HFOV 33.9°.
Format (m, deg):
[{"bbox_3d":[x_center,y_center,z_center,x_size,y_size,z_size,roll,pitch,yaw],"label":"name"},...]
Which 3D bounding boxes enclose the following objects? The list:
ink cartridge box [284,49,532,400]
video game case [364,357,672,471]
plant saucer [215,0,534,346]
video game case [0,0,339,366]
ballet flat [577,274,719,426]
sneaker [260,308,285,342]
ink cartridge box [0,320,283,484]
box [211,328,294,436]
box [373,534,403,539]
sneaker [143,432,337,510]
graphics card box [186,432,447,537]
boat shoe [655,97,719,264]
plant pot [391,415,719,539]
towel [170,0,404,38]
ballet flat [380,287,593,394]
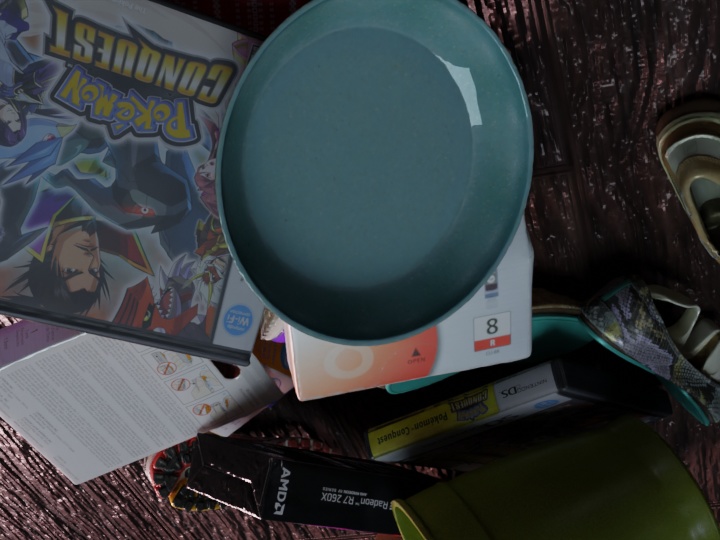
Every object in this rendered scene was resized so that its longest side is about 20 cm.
[{"bbox_3d":[0.027,-0.024,0.734,0.160,0.050,0.202,-10,123,-9],"label":"ink cartridge box"},{"bbox_3d":[0.131,0.124,0.953,0.179,0.026,0.199,-25,154,30],"label":"video game case"},{"bbox_3d":[0.006,-0.060,0.665,0.199,0.202,0.036,31,178,-30],"label":"plant saucer"},{"bbox_3d":[-0.125,-0.055,0.635,0.198,0.025,0.183,15,97,-29],"label":"video game case"},{"bbox_3d":[0.240,0.058,0.897,0.071,0.073,0.200,-24,140,30],"label":"ballet flat"},{"bbox_3d":[0.000,0.000,0.840,0.098,0.070,0.200,18,140,-21],"label":"sneaker"},{"bbox_3d":[-0.182,0.079,0.927,0.198,0.050,0.163,-24,136,6],"label":"ink cartridge box"},{"bbox_3d":[-0.140,0.073,0.965,0.199,0.042,0.119,29,135,-25],"label":"box"},{"bbox_3d":[0.122,0.215,1.053,0.197,0.022,0.163,-9,-176,16],"label":"box"},{"bbox_3d":[-0.103,0.178,1.078,0.198,0.079,0.082,14,179,-28],"label":"sneaker"},{"bbox_3d":[-0.027,0.177,0.962,0.198,0.052,0.125,17,173,-36],"label":"graphics card box"},{"bbox_3d":[0.254,-0.024,0.784,0.071,0.077,0.199,-27,133,32],"label":"boat shoe"},{"bbox_3d":[0.154,0.210,0.868,0.191,0.201,0.202,-28,141,-10],"label":"plant pot"},{"bbox_3d":[-0.068,-0.172,0.636,0.197,0.023,0.146,-4,137,-8],"label":"towel"},{"bbox_3d":[0.088,0.037,0.873,0.198,0.066,0.071,-7,142,-30],"label":"ballet flat"}]
